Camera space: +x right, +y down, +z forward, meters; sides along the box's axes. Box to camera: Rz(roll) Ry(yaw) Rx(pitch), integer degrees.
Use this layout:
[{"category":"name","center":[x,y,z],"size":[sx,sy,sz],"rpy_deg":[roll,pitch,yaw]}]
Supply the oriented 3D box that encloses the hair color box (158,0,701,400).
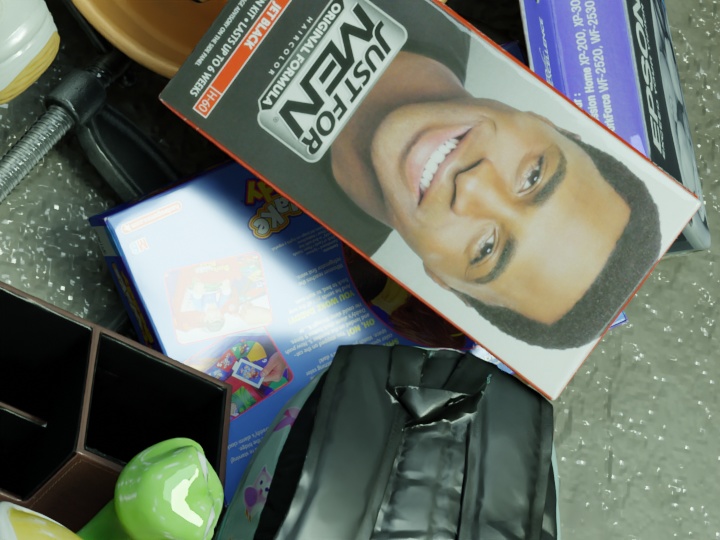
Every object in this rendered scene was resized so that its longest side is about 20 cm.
[{"category":"hair color box","center":[0.029,-0.049,1.064],"size":[0.200,0.061,0.102],"rpy_deg":[36,95,3]}]

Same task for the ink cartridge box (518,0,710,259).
[{"category":"ink cartridge box","center":[0.108,-0.124,1.205],"size":[0.043,0.200,0.199],"rpy_deg":[-13,72,15]}]

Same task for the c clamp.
[{"category":"c clamp","center":[-0.145,-0.016,1.138],"size":[0.171,0.027,0.200],"rpy_deg":[47,61,-25]}]

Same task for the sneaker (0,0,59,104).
[{"category":"sneaker","center":[-0.216,-0.130,1.093],"size":[0.199,0.088,0.076],"rpy_deg":[9,47,25]}]

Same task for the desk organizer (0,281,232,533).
[{"category":"desk organizer","center":[-0.154,0.053,1.049],"size":[0.199,0.077,0.072],"rpy_deg":[26,45,-24]}]

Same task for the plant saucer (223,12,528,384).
[{"category":"plant saucer","center":[0.036,-0.039,1.228],"size":[0.199,0.037,0.201],"rpy_deg":[7,68,-19]}]

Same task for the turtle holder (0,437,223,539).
[{"category":"turtle holder","center":[-0.129,0.150,0.975],"size":[0.185,0.132,0.142],"rpy_deg":[-12,78,-18]}]

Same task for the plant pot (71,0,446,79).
[{"category":"plant pot","center":[-0.035,-0.177,1.165],"size":[0.199,0.140,0.201],"rpy_deg":[0,94,7]}]

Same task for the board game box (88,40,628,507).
[{"category":"board game box","center":[0.000,0.000,1.152],"size":[0.199,0.045,0.135],"rpy_deg":[-24,97,-14]}]

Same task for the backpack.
[{"category":"backpack","center":[0.003,0.129,1.047],"size":[0.166,0.127,0.201],"rpy_deg":[18,69,-16]}]
